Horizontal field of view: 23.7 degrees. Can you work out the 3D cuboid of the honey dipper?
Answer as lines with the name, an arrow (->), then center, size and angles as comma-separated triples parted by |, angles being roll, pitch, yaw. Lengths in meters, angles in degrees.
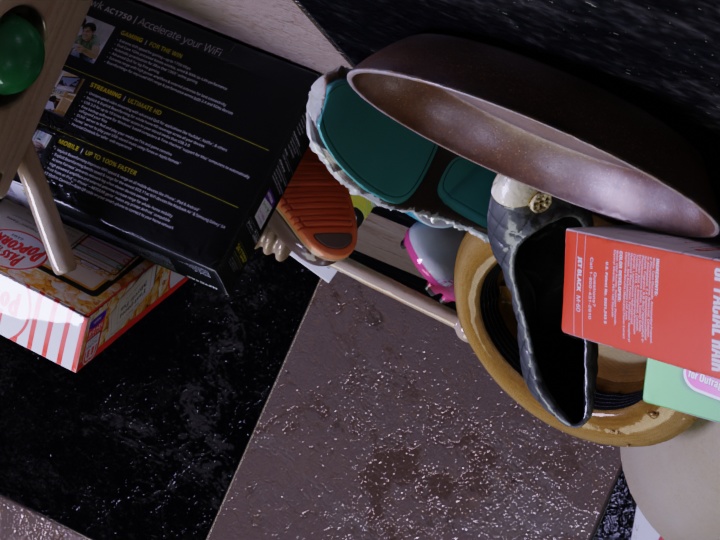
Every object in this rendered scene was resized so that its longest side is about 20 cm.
honey dipper -> 0.000, 0.000, 1.231 | 0.200, 0.038, 0.038 | 25, 177, 6

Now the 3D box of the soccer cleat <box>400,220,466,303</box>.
soccer cleat -> 0.101, -0.016, 1.302 | 0.070, 0.086, 0.200 | 62, -161, 20

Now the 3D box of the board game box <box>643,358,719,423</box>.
board game box -> 0.283, 0.065, 0.951 | 0.200, 0.040, 0.153 | 14, -164, 39

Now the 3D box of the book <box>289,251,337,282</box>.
book -> -0.094, -0.070, 1.322 | 0.200, 0.048, 0.134 | 36, -169, -5

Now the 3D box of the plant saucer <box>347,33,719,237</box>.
plant saucer -> 0.091, -0.070, 0.854 | 0.200, 0.035, 0.200 | 24, 177, 1

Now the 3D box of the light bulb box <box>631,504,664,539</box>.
light bulb box -> 0.334, 0.176, 1.365 | 0.200, 0.199, 0.125 | 11, 178, -9

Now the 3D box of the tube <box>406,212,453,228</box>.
tube -> 0.037, -0.064, 1.278 | 0.077, 0.050, 0.200 | 30, 179, -13

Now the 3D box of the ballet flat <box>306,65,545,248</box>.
ballet flat -> 0.032, -0.066, 1.035 | 0.200, 0.072, 0.072 | 28, 175, -36

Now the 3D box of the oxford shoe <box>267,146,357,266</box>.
oxford shoe -> -0.069, -0.060, 1.187 | 0.071, 0.073, 0.200 | 2, -141, -39

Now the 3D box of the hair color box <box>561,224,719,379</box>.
hair color box -> 0.202, 0.016, 0.878 | 0.111, 0.064, 0.200 | -3, -172, -24

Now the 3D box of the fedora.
fedora -> 0.159, 0.023, 1.149 | 0.200, 0.201, 0.082 | 23, -138, 29

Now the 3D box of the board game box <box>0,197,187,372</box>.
board game box -> -0.200, -0.023, 1.162 | 0.151, 0.046, 0.200 | 26, -149, 13

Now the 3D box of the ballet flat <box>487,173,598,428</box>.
ballet flat -> 0.121, 0.010, 1.049 | 0.057, 0.066, 0.200 | -117, 9, -53

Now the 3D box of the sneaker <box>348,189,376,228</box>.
sneaker -> -0.040, -0.080, 1.264 | 0.075, 0.077, 0.200 | 23, 179, -23

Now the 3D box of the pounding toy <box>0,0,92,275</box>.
pounding toy -> -0.249, -0.126, 1.041 | 0.200, 0.184, 0.142 | 22, 177, 20

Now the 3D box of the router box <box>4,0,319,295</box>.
router box -> -0.142, -0.091, 1.117 | 0.200, 0.149, 0.051 | 23, 164, 13

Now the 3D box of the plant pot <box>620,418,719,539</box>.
plant pot -> 0.289, 0.099, 1.174 | 0.187, 0.187, 0.200 | 23, 161, 5
